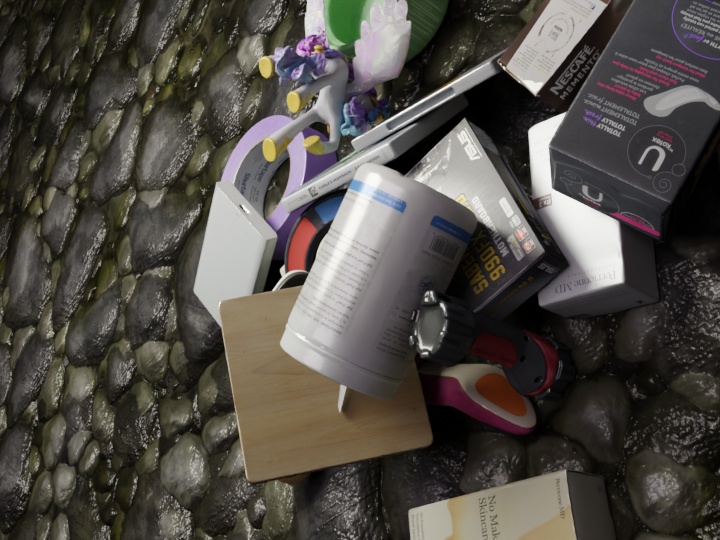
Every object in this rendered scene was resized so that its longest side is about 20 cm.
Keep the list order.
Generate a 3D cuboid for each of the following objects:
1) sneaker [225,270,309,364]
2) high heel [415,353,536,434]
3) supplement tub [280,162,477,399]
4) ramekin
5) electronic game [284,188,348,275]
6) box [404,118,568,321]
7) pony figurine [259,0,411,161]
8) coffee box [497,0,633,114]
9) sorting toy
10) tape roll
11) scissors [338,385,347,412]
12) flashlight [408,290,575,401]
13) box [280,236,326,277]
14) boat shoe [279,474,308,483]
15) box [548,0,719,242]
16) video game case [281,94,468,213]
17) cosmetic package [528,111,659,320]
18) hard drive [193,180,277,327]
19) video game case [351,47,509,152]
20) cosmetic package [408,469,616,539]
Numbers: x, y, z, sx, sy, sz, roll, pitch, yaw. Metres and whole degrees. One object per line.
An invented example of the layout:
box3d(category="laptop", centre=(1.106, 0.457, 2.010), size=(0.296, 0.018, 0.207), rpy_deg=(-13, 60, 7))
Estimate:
box3d(category="sneaker", centre=(-0.110, 0.079, 1.141), size=(0.201, 0.083, 0.121), rpy_deg=(-69, 25, 13))
box3d(category="high heel", centre=(0.108, 0.146, 1.011), size=(0.199, 0.067, 0.096), rpy_deg=(29, 127, 35))
box3d(category="supplement tub", centre=(0.018, 0.009, 0.904), size=(0.132, 0.132, 0.201), rpy_deg=(29, 94, 48))
box3d(category="ramekin", centre=(0.028, -0.373, 1.246), size=(0.199, 0.097, 0.201), rpy_deg=(-19, 63, 41))
box3d(category="electronic game", centre=(0.000, 0.000, 1.112), size=(0.199, 0.042, 0.201), rpy_deg=(5, 106, 19))
box3d(category="box", centre=(0.105, -0.036, 0.966), size=(0.158, 0.048, 0.201), rpy_deg=(-42, 49, 24))
box3d(category="pony figurine", centre=(-0.034, -0.237, 1.131), size=(0.166, 0.200, 0.194), rpy_deg=(18, 120, 35))
box3d(category="coffee box", centre=(0.254, -0.258, 0.953), size=(0.200, 0.113, 0.080), rpy_deg=(-52, 45, 19))
box3d(category="sorting toy", centre=(-0.041, 0.119, 1.015), size=(0.070, 0.199, 0.200), rpy_deg=(100, 159, -70))
box3d(category="tape roll", centre=(-0.123, -0.120, 1.336), size=(0.199, 0.065, 0.201), rpy_deg=(-18, 64, 41))
box3d(category="scissors", centre=(0.001, 0.048, 0.983), size=(0.073, 0.014, 0.201), rpy_deg=(-10, 69, 21))
box3d(category="flashlight", centre=(0.129, 0.081, 0.895), size=(0.068, 0.199, 0.068), rpy_deg=(-56, 45, 17))
box3d(category="box", centre=(-0.013, -0.032, 1.185), size=(0.200, 0.068, 0.082), rpy_deg=(-46, 48, 25))
box3d(category="boat shoe", centre=(-0.070, 0.171, 1.180), size=(0.065, 0.072, 0.201), rpy_deg=(159, 123, -83))
box3d(category="box", centre=(0.272, -0.149, 0.839), size=(0.122, 0.106, 0.201), rpy_deg=(29, 81, 20))
box3d(category="video game case", centre=(0.019, -0.145, 1.124), size=(0.181, 0.200, 0.023), rpy_deg=(-24, 101, 39))
box3d(category="cosmetic package", centre=(0.233, -0.060, 0.933), size=(0.101, 0.074, 0.201), rpy_deg=(-20, 61, 41))
box3d(category="hard drive", centre=(-0.181, -0.008, 1.308), size=(0.132, 0.026, 0.201), rpy_deg=(47, 134, 31))
box3d(category="video game case", centre=(0.095, -0.207, 1.089), size=(0.199, 0.143, 0.018), rpy_deg=(-25, 100, 33))
box3d(category="cosmetic package", centre=(0.146, 0.268, 0.902), size=(0.199, 0.071, 0.106), rpy_deg=(-28, 56, 37))
